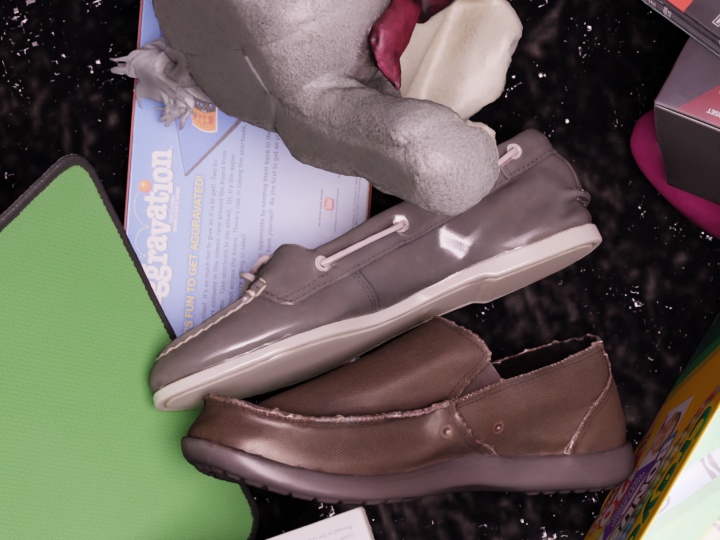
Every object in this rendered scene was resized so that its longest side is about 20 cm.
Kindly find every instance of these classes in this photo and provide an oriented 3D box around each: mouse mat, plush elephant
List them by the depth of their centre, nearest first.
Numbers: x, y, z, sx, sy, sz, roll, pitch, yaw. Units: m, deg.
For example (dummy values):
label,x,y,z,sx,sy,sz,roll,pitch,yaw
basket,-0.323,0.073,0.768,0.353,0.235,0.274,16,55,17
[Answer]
label,x,y,z,sx,sy,sz,roll,pitch,yaw
mouse mat,-0.117,0.077,1.094,0.161,0.008,0.201,-47,129,-35
plush elephant,0.006,-0.121,1.109,0.155,0.200,0.165,-39,105,-27

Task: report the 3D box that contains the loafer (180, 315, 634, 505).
label,x,y,z,sx,sy,sz,roll,pitch,yaw
loafer,0.019,0.053,1.134,0.199,0.073,0.071,0,93,-32

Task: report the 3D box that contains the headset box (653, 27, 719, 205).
label,x,y,z,sx,sy,sz,roll,pitch,yaw
headset box,0.217,-0.087,1.127,0.148,0.075,0.201,23,71,20

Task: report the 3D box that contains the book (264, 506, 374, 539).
label,x,y,z,sx,sy,sz,roll,pitch,yaw
book,-0.029,0.205,1.065,0.133,0.048,0.201,-19,83,0

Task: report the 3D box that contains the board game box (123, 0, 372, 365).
label,x,y,z,sx,sy,sz,roll,pitch,yaw
board game box,-0.044,-0.064,1.181,0.102,0.019,0.201,5,88,-6

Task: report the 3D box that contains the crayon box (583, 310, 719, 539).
label,x,y,z,sx,sy,sz,roll,pitch,yaw
crayon box,0.132,0.108,1.137,0.058,0.119,0.201,31,86,-2

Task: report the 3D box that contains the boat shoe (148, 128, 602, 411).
label,x,y,z,sx,sy,sz,roll,pitch,yaw
boat shoe,0.000,0.000,1.145,0.199,0.067,0.057,-21,77,-16

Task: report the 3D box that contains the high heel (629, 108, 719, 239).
label,x,y,z,sx,sy,sz,roll,pitch,yaw
high heel,0.210,-0.031,1.159,0.199,0.096,0.068,14,88,-3

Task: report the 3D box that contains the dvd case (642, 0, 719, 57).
label,x,y,z,sx,sy,sz,roll,pitch,yaw
dvd case,0.137,-0.178,1.140,0.146,0.022,0.200,-45,59,-8
